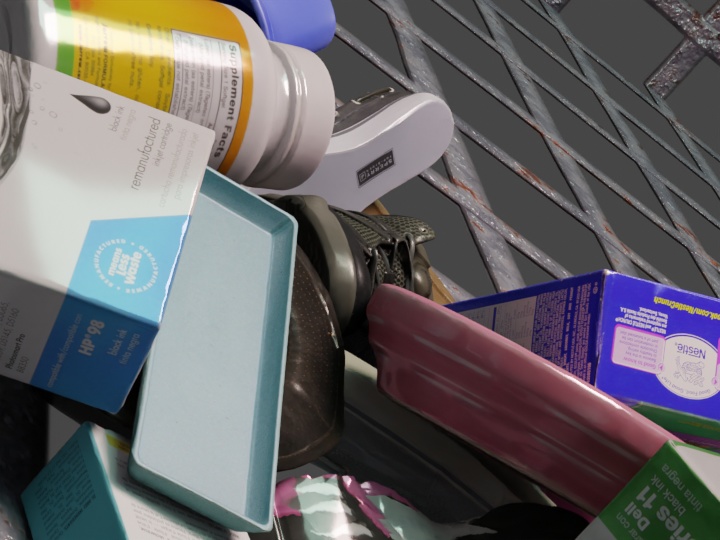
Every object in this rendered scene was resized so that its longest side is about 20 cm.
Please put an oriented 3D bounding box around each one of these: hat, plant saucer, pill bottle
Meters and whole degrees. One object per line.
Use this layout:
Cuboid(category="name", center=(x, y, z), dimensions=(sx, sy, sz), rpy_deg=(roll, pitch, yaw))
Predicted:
Cuboid(category="hat", center=(-0.104, 0.032, 0.914), dimensions=(0.201, 0.081, 0.201), rpy_deg=(29, 38, -26))
Cuboid(category="plant saucer", center=(0.085, 0.076, 0.960), dimensions=(0.200, 0.051, 0.201), rpy_deg=(29, -4, 3))
Cuboid(category="plant saucer", center=(-0.065, 0.030, 0.868), dimensions=(0.070, 0.019, 0.200), rpy_deg=(31, 37, -23))
Cuboid(category="pill bottle", center=(-0.116, -0.095, 1.043), dimensions=(0.200, 0.111, 0.111), rpy_deg=(7, 36, -39))

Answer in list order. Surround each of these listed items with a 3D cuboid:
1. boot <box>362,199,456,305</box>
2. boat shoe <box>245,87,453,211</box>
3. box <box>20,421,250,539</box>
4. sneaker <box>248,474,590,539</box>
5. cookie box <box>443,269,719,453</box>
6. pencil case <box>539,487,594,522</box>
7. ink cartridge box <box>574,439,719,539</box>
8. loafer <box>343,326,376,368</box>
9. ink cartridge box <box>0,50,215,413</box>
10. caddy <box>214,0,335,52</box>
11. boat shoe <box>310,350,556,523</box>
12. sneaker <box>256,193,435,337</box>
Cuboid(category="boot", center=(0.050, 0.022, 1.342), dimensions=(0.175, 0.066, 0.200), rpy_deg=(20, 27, -53))
Cuboid(category="boat shoe", center=(-0.027, -0.074, 1.298), dimensions=(0.200, 0.070, 0.066), rpy_deg=(-33, 41, -32))
Cuboid(category="box", center=(-0.070, 0.152, 0.767), dimensions=(0.082, 0.049, 0.200), rpy_deg=(29, 21, -37))
Cuboid(category="sneaker", center=(0.017, 0.157, 0.921), dimensions=(0.200, 0.086, 0.080), rpy_deg=(12, 46, -23))
Cuboid(category="cookie box", center=(0.155, 0.064, 1.162), dimensions=(0.171, 0.075, 0.200), rpy_deg=(14, -14, -25))
Cuboid(category="pencil case", center=(0.174, 0.153, 1.182), dimensions=(0.200, 0.091, 0.094), rpy_deg=(35, 37, -60))
Cuboid(category="ink cartridge box", center=(0.128, 0.182, 0.885), dimensions=(0.083, 0.200, 0.147), rpy_deg=(50, 17, 32))
Cuboid(category="loafer", center=(0.046, 0.097, 1.141), dimensions=(0.200, 0.072, 0.063), rpy_deg=(47, 12, 24))
Cuboid(category="ink cartridge box", center=(-0.172, -0.033, 0.802), dimensions=(0.200, 0.067, 0.116), rpy_deg=(20, 48, -10))
Cuboid(category="caddy", center=(-0.115, -0.160, 1.254), dimensions=(0.200, 0.141, 0.105), rpy_deg=(41, 35, 24))
Cuboid(category="boat shoe", center=(0.033, 0.118, 1.053), dimensions=(0.201, 0.072, 0.070), rpy_deg=(36, 8, 1))
Cuboid(category="sneaker", center=(0.000, 0.000, 1.074), dimensions=(0.114, 0.076, 0.199), rpy_deg=(8, 4, -13))
